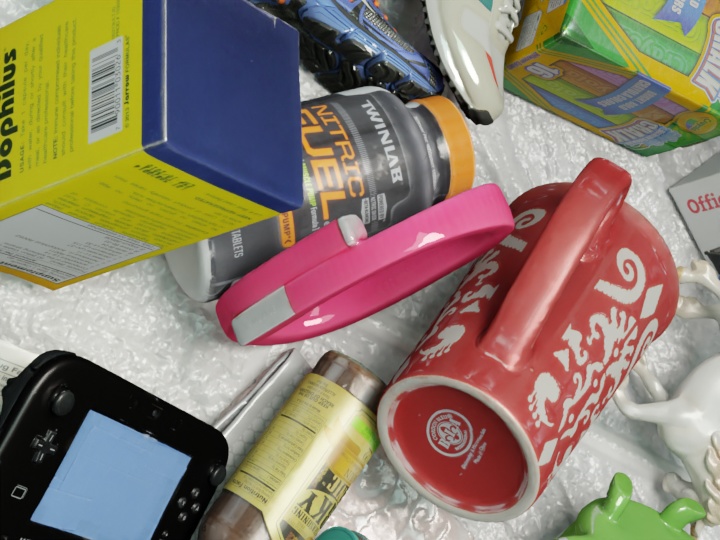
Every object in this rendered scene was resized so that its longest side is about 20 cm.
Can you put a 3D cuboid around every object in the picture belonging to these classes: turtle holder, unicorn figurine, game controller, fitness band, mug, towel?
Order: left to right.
[{"bbox_3d":[-0.138,0.114,0.693,0.200,0.042,0.105,43,63,-59],"label":"game controller"},{"bbox_3d":[-0.048,0.182,0.817,0.200,0.032,0.191,-45,101,-19],"label":"towel"},{"bbox_3d":[0.000,0.000,0.769,0.143,0.199,0.038,-11,75,-53],"label":"fitness band"},{"bbox_3d":[0.097,0.033,0.789,0.200,0.133,0.179,-46,130,-43],"label":"mug"},{"bbox_3d":[0.169,0.228,0.827,0.141,0.132,0.185,48,25,22],"label":"turtle holder"},{"bbox_3d":[0.239,0.089,0.901,0.137,0.074,0.201,42,108,17],"label":"unicorn figurine"}]

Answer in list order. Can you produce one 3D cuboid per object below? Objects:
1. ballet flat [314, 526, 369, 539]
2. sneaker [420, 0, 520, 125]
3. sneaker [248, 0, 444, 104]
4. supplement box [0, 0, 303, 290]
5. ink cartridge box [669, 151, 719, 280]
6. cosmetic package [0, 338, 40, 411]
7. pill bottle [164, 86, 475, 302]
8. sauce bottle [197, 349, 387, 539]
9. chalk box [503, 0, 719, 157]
[{"bbox_3d":[-0.056,0.244,0.760,0.200,0.074,0.074,-41,99,-14],"label":"ballet flat"},{"bbox_3d":[0.088,-0.200,0.858,0.093,0.070,0.201,-14,72,13],"label":"sneaker"},{"bbox_3d":[-0.018,-0.183,0.847,0.200,0.075,0.079,39,69,-15],"label":"sneaker"},{"bbox_3d":[-0.141,-0.074,0.696,0.109,0.199,0.110,23,58,-51],"label":"supplement box"},{"bbox_3d":[0.334,-0.003,0.924,0.085,0.147,0.201,-32,95,-22],"label":"ink cartridge box"},{"bbox_3d":[-0.216,0.145,0.732,0.103,0.073,0.201,24,76,-18],"label":"cosmetic package"},{"bbox_3d":[-0.027,-0.056,0.811,0.199,0.106,0.107,-17,90,-23],"label":"pill bottle"},{"bbox_3d":[-0.054,0.144,0.768,0.065,0.065,0.201,40,73,-13],"label":"sauce bottle"},{"bbox_3d":[0.211,-0.165,0.906,0.199,0.124,0.125,21,77,-18],"label":"chalk box"}]
